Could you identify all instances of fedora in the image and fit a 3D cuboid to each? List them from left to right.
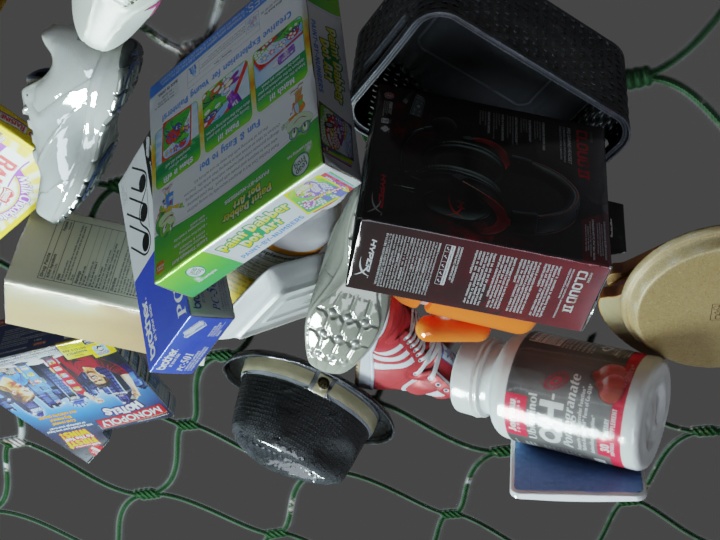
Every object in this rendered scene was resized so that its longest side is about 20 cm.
[{"bbox_3d":[-0.067,0.168,1.280,0.199,0.092,0.201,19,154,9],"label":"fedora"}]

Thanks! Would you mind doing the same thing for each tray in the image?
[{"bbox_3d":[-0.048,0.019,1.096,0.107,0.199,0.022,-45,74,32],"label":"tray"}]

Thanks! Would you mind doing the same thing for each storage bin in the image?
[{"bbox_3d":[0.102,-0.146,0.953,0.199,0.094,0.135,26,134,-20],"label":"storage bin"}]

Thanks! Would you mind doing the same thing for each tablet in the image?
[{"bbox_3d":[0.217,0.173,1.212,0.129,0.200,0.014,-1,114,8],"label":"tablet"}]

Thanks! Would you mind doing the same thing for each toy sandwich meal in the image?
[{"bbox_3d":[0.328,0.016,1.118,0.203,0.071,0.206,2,135,2],"label":"toy sandwich meal"}]

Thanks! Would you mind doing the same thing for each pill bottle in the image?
[{"bbox_3d":[-0.085,-0.046,1.074,0.110,0.112,0.200,25,135,-19],"label":"pill bottle"},{"bbox_3d":[0.194,0.120,1.179,0.198,0.111,0.111,10,142,29],"label":"pill bottle"}]

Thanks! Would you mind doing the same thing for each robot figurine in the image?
[{"bbox_3d":[0.102,-0.009,1.082,0.198,0.118,0.144,14,147,-4],"label":"robot figurine"}]

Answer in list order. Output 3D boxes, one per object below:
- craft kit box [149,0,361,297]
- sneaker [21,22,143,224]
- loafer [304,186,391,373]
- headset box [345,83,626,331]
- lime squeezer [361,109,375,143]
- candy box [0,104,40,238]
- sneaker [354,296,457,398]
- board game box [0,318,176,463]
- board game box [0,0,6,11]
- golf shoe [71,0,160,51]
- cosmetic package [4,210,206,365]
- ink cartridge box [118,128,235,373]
[{"bbox_3d":[-0.090,-0.110,0.942,0.048,0.199,0.199,25,138,-38],"label":"craft kit box"},{"bbox_3d":[-0.253,-0.130,1.044,0.086,0.075,0.201,24,122,-4],"label":"sneaker"},{"bbox_3d":[0.000,0.000,1.034,0.069,0.070,0.201,19,120,-4],"label":"loafer"},{"bbox_3d":[0.097,-0.046,0.883,0.198,0.150,0.075,11,138,-3],"label":"headset box"},{"bbox_3d":[0.028,-0.106,1.028,0.200,0.071,0.038,40,122,2],"label":"lime squeezer"},{"bbox_3d":[-0.363,-0.079,1.142,0.102,0.027,0.199,33,132,-30],"label":"candy box"},{"bbox_3d":[0.054,0.070,1.196,0.111,0.072,0.200,9,154,1],"label":"sneaker"},{"bbox_3d":[-0.309,0.128,1.332,0.198,0.062,0.200,-13,135,21],"label":"board game box"},{"bbox_3d":[-0.411,-0.214,0.991,0.199,0.041,0.153,-30,126,34],"label":"board game box"},{"bbox_3d":[-0.172,-0.234,0.892,0.072,0.093,0.200,24,133,-17],"label":"golf shoe"},{"bbox_3d":[-0.235,0.015,1.168,0.198,0.106,0.071,14,138,-4],"label":"cosmetic package"},{"bbox_3d":[-0.164,-0.021,1.046,0.044,0.201,0.094,5,143,-32],"label":"ink cartridge box"}]
